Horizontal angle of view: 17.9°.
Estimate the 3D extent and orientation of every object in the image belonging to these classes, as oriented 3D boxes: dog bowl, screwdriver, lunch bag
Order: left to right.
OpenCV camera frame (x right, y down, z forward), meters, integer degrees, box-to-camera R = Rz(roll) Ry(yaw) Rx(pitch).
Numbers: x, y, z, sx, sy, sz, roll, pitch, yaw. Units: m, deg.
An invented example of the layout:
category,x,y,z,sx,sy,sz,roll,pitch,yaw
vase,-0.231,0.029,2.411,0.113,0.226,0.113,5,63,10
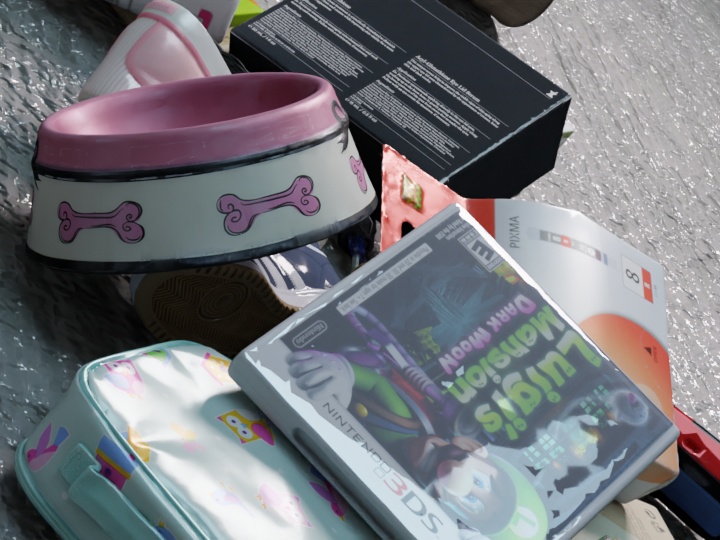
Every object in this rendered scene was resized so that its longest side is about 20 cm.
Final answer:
category,x,y,z,sx,sy,sz,roll,pitch,yaw
dog bowl,-0.093,-0.059,1.279,0.200,0.074,0.200,-7,15,2
lunch bag,-0.072,0.126,1.122,0.200,0.077,0.160,46,25,14
screwdriver,0.000,0.000,1.517,0.029,0.028,0.200,6,27,-6

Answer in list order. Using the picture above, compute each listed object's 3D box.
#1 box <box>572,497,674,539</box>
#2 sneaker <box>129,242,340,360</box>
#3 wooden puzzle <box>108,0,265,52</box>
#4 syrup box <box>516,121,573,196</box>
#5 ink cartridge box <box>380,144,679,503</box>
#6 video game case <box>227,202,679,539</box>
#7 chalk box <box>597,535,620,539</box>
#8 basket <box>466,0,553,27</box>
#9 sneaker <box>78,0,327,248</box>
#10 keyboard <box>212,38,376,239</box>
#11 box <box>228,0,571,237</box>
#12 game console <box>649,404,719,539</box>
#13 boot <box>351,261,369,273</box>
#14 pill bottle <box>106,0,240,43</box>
category,x,y,z,sx,sy,sz,roll,pitch,yaw
box,0.082,0.159,1.279,0.200,0.095,0.078,26,26,-33
sneaker,-0.082,-0.006,1.352,0.200,0.070,0.109,19,35,-54
wooden puzzle,-0.151,-0.230,1.696,0.200,0.037,0.185,45,24,12
syrup box,0.079,-0.102,1.761,0.081,0.079,0.200,47,24,16
ink cartridge box,0.098,0.021,1.303,0.200,0.050,0.162,34,40,-31
video game case,0.054,0.069,1.201,0.182,0.023,0.200,46,44,9
chalk box,0.114,0.228,1.166,0.124,0.124,0.200,46,23,16
basket,0.082,-0.336,2.130,0.200,0.136,0.180,24,26,-25
sneaker,-0.106,-0.063,1.435,0.075,0.105,0.200,7,-42,50
keyboard,-0.066,-0.100,1.510,0.200,0.021,0.127,41,-13,42
box,0.024,-0.119,1.595,0.200,0.079,0.141,38,55,25
game console,0.192,0.116,1.491,0.177,0.031,0.200,38,-9,4
boot,0.047,0.039,1.397,0.144,0.071,0.201,40,1,-22
pill bottle,-0.167,-0.244,1.569,0.200,0.113,0.113,23,25,-7
